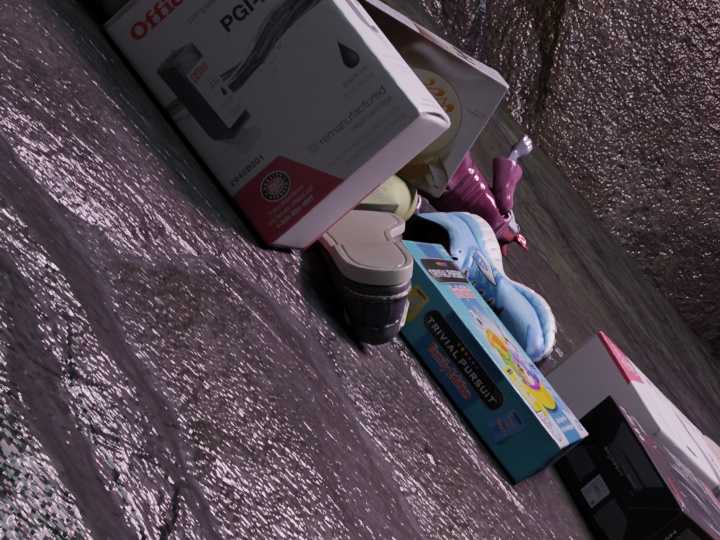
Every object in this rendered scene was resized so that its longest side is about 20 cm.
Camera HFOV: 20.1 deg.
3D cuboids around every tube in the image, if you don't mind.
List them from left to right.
[{"bbox_3d":[0.007,-0.057,1.658,0.052,0.058,0.200,51,9,4],"label":"tube"}]

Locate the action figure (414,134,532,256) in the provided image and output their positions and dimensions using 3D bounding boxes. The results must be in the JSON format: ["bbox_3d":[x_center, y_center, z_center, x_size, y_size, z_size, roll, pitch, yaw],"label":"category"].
[{"bbox_3d":[0.092,-0.081,1.872,0.200,0.134,0.149,44,13,-20],"label":"action figure"}]

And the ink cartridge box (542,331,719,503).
[{"bbox_3d":[0.267,0.171,1.883,0.200,0.083,0.147,42,14,-40],"label":"ink cartridge box"}]

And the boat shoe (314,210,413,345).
[{"bbox_3d":[0.000,0.000,1.481,0.200,0.072,0.063,-112,-156,-73],"label":"boat shoe"}]

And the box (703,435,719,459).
[{"bbox_3d":[0.369,0.266,1.997,0.068,0.082,0.200,36,19,-56],"label":"box"}]

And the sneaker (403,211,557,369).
[{"bbox_3d":[0.092,0.023,1.747,0.090,0.079,0.200,13,31,-42],"label":"sneaker"}]

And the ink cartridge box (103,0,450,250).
[{"bbox_3d":[-0.058,-0.136,1.401,0.200,0.146,0.085,53,12,12],"label":"ink cartridge box"}]

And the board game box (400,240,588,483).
[{"bbox_3d":[0.092,0.068,1.602,0.200,0.047,0.151,53,11,9],"label":"board game box"}]

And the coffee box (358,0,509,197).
[{"bbox_3d":[0.008,-0.164,1.701,0.199,0.115,0.080,31,12,-13],"label":"coffee box"}]

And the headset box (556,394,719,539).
[{"bbox_3d":[0.262,0.219,1.722,0.200,0.077,0.149,40,15,-38],"label":"headset box"}]

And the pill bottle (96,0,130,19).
[{"bbox_3d":[-0.187,-0.282,1.454,0.200,0.111,0.111,53,11,12],"label":"pill bottle"}]
